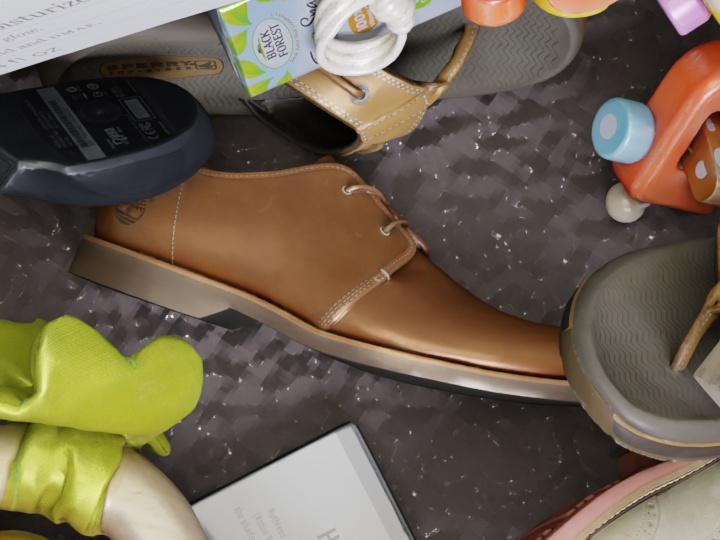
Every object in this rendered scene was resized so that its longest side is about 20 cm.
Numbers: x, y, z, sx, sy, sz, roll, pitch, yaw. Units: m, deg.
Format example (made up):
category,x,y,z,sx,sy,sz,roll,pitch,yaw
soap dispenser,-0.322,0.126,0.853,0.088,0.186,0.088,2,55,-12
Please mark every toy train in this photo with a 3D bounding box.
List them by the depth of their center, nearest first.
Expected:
category,x,y,z,sx,sy,sz,roll,pitch,yaw
toy train,0.090,-0.075,1.007,0.150,0.199,0.056,-54,42,25

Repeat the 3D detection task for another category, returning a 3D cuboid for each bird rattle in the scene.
category,x,y,z,sx,sy,sz,roll,pitch,yaw
bird rattle,-0.093,0.113,1.005,0.163,0.113,0.201,-29,98,-6

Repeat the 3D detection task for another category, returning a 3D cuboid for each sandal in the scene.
category,x,y,z,sx,sy,sz,roll,pitch,yaw
sandal,0.155,0.008,1.020,0.199,0.055,0.082,-10,54,-27
sandal,-0.019,-0.070,1.061,0.199,0.082,0.055,-3,62,2

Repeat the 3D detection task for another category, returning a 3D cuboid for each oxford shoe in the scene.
category,x,y,z,sx,sy,sz,roll,pitch,yaw
oxford shoe,0.094,0.107,1.019,0.200,0.071,0.074,-34,88,-27
oxford shoe,0.000,0.000,1.057,0.199,0.071,0.072,19,86,4

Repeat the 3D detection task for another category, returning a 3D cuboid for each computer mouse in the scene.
category,x,y,z,sx,sy,sz,roll,pitch,yaw
computer mouse,-0.142,-0.031,1.008,0.199,0.034,0.059,-9,36,-22

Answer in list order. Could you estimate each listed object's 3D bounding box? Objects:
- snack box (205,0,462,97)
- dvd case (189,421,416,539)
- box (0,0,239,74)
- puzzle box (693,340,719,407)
category,x,y,z,sx,sy,sz,roll,pitch,yaw
snack box,-0.014,-0.170,1.053,0.142,0.053,0.200,-25,53,-3
dvd case,-0.057,0.165,1.057,0.199,0.025,0.151,-27,82,-4
box,-0.131,-0.175,0.959,0.198,0.131,0.201,-14,75,27
puzzle box,0.205,0.041,1.010,0.133,0.200,0.025,-51,40,-6
